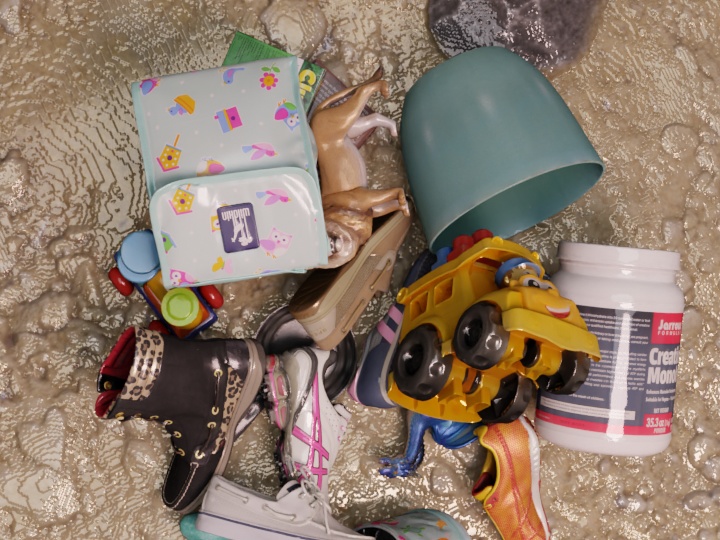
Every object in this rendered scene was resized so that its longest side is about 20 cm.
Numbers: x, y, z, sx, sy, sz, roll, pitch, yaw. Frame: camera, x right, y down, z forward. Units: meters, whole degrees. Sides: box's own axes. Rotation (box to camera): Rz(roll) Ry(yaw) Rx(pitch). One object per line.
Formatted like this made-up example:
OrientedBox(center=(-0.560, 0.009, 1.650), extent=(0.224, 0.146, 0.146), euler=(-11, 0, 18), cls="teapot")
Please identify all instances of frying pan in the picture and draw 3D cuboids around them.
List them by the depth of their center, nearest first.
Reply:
OrientedBox(center=(-0.074, 0.125, 1.264), extent=(0.114, 0.031, 0.192), euler=(22, 93, -9), cls="frying pan")

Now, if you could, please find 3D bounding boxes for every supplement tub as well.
OrientedBox(center=(0.251, 0.076, 1.192), extent=(0.138, 0.140, 0.203), euler=(5, 93, -6), cls="supplement tub")

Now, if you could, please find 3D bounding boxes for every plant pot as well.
OrientedBox(center=(0.131, -0.133, 1.237), extent=(0.198, 0.201, 0.163), euler=(-22, 76, -8), cls="plant pot")

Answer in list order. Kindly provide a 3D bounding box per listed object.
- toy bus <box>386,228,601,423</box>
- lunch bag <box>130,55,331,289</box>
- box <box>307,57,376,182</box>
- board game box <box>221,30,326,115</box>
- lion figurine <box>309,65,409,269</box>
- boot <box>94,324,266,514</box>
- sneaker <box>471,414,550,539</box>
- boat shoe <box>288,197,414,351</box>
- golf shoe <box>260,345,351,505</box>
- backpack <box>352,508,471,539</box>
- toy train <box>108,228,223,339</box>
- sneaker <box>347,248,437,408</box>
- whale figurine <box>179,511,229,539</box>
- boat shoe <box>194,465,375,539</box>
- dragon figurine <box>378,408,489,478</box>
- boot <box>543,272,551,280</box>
OrientedBox(center=(0.127, 0.035, 1.159), extent=(0.135, 0.199, 0.194), euler=(21, 56, -30), cls="toy bus")
OrientedBox(center=(-0.122, -0.087, 1.134), extent=(0.168, 0.122, 0.203), euler=(-9, 77, -4), cls="lunch bag")
OrientedBox(center=(-0.078, -0.115, 1.267), extent=(0.100, 0.075, 0.200), euler=(41, 80, -2), cls="box")
OrientedBox(center=(-0.120, -0.136, 1.217), extent=(0.104, 0.023, 0.202), euler=(23, 82, 2), cls="board game box")
OrientedBox(center=(-0.018, -0.105, 1.210), extent=(0.121, 0.072, 0.203), euler=(-8, 80, 6), cls="lion figurine")
OrientedBox(center=(-0.194, 0.146, 1.178), extent=(0.149, 0.073, 0.202), euler=(16, 111, -37), cls="boot")
OrientedBox(center=(0.157, 0.248, 1.251), extent=(0.076, 0.073, 0.203), euler=(-13, 102, -6), cls="sneaker")
OrientedBox(center=(0.000, 0.000, 1.255), extent=(0.200, 0.071, 0.065), euler=(-49, 117, -30), cls="boat shoe")
OrientedBox(center=(-0.048, 0.178, 1.229), extent=(0.091, 0.073, 0.203), euler=(-11, 103, -12), cls="golf shoe")
OrientedBox(center=(0.065, 0.342, 1.191), extent=(0.149, 0.177, 0.202), euler=(-14, 81, -30), cls="backpack")
OrientedBox(center=(-0.179, 0.045, 1.216), extent=(0.084, 0.116, 0.201), euler=(-37, 90, -8), cls="toy train")
OrientedBox(center=(0.041, 0.057, 1.262), extent=(0.070, 0.081, 0.201), euler=(48, 51, -29), cls="sneaker")
OrientedBox(center=(-0.110, 0.326, 1.205), extent=(0.158, 0.104, 0.202), euler=(-28, 86, -8), cls="whale figurine")
OrientedBox(center=(-0.062, 0.234, 1.158), extent=(0.200, 0.075, 0.087), euler=(8, 76, 24), cls="boat shoe")
OrientedBox(center=(0.101, 0.156, 1.269), extent=(0.198, 0.059, 0.101), euler=(-20, 87, -8), cls="dragon figurine")
OrientedBox(center=(0.236, 0.035, 1.298), extent=(0.090, 0.073, 0.200), euler=(-45, 100, -14), cls="boot")
